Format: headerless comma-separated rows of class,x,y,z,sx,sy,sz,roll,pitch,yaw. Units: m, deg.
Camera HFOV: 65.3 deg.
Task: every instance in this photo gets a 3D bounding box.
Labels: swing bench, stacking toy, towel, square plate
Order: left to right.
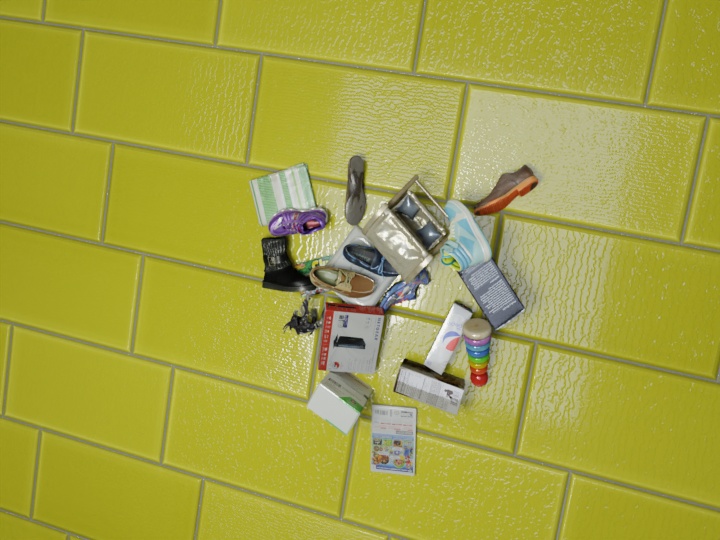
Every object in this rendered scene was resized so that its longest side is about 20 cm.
towel,-0.240,-0.232,1.746,0.193,0.023,0.159,-14,92,11
square plate,0.000,0.000,1.675,0.196,0.028,0.202,39,82,5
swing bench,0.141,-0.113,1.571,0.199,0.130,0.199,46,64,4
stacking toy,0.333,0.243,1.600,0.082,0.086,0.207,-1,118,12

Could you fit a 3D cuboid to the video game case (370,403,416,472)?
video game case,0.101,0.517,1.720,0.137,0.018,0.209,2,94,12

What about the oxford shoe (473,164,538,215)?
oxford shoe,0.401,-0.224,1.592,0.195,0.071,0.075,-29,68,8

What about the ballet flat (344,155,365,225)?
ballet flat,-0.019,-0.240,1.689,0.065,0.046,0.209,-2,100,-20

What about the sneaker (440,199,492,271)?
sneaker,0.246,-0.090,1.484,0.127,0.080,0.203,-25,61,-8

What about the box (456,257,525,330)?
box,0.359,0.046,1.569,0.103,0.148,0.203,-34,87,11

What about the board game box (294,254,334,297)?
board game box,-0.103,0.011,1.731,0.193,0.023,0.109,-13,88,13

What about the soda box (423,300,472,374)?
soda box,0.256,0.195,1.641,0.062,0.068,0.205,27,98,9

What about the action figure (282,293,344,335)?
action figure,-0.142,0.137,1.697,0.192,0.120,0.105,-8,59,-7

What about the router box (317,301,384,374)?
router box,-0.031,0.200,1.654,0.172,0.049,0.207,5,114,-8

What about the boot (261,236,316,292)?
boot,-0.222,-0.020,1.705,0.204,0.079,0.165,6,96,28

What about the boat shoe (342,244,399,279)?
boat shoe,0.040,-0.025,1.630,0.192,0.069,0.088,9,80,1

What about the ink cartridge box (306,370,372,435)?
ink cartridge box,-0.055,0.374,1.653,0.143,0.200,0.086,33,102,8

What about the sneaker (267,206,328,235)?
sneaker,-0.192,-0.142,1.697,0.192,0.084,0.083,-11,121,13

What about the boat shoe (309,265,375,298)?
boat shoe,-0.054,0.032,1.618,0.192,0.074,0.079,9,81,2

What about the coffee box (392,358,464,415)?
coffee box,0.201,0.336,1.639,0.193,0.113,0.083,18,97,11

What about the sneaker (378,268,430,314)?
sneaker,0.127,0.067,1.660,0.079,0.075,0.200,45,103,2
